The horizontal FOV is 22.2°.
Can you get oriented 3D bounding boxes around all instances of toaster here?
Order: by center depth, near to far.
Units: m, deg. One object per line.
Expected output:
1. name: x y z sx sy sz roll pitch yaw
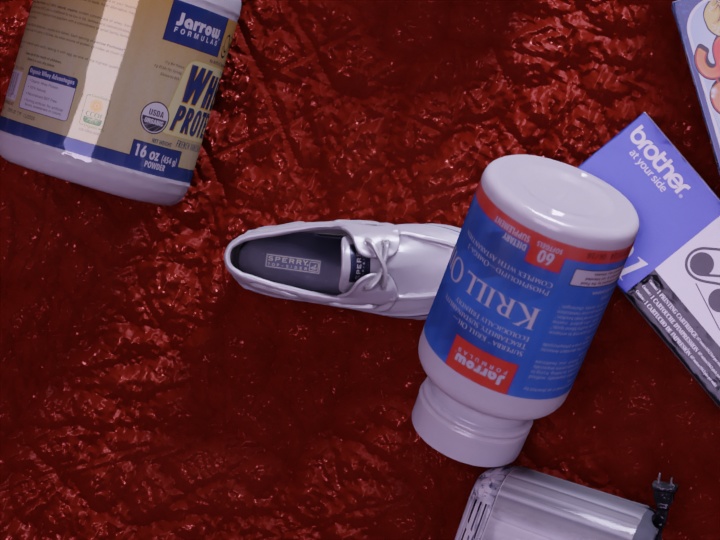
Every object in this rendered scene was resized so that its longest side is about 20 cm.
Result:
1. toaster: 0.127 0.218 1.270 0.129 0.114 0.200 19 96 13

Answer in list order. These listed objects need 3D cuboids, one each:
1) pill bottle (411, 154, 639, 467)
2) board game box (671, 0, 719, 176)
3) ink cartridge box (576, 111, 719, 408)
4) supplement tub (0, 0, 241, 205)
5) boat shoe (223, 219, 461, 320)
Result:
1. pill bottle: 0.105 0.032 1.255 0.112 0.112 0.200 24 116 10
2. board game box: 0.301 -0.103 1.237 0.135 0.034 0.200 -17 86 9
3. ink cartridge box: 0.227 -0.004 1.285 0.094 0.044 0.200 -40 82 7
4. supplement tub: -0.168 -0.158 1.313 0.144 0.144 0.200 17 93 11
5. boat shoe: 0.000 0.000 1.319 0.200 0.065 0.074 -2 89 11
